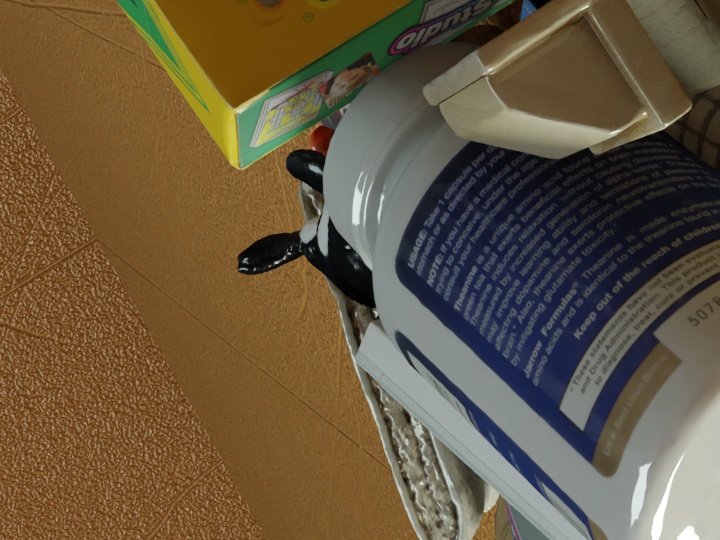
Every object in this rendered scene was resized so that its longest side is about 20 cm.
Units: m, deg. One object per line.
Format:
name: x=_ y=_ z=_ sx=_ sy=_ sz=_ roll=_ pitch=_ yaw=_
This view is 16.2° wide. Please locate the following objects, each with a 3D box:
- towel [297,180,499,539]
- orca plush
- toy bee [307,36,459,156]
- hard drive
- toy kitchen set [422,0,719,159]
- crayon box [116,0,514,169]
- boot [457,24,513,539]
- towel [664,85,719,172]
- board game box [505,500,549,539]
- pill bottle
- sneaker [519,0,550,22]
towel: x=0.027 y=0.027 z=1.222 sx=0.132 sy=0.034 sz=0.201 roll=-37 pitch=-71 yaw=-70
orca plush: x=0.000 y=0.000 z=1.046 sx=0.105 sy=0.072 sz=0.199 roll=24 pitch=165 yaw=-29
toy bee: x=0.004 y=-0.088 z=1.082 sx=0.131 sy=0.108 sz=0.200 roll=50 pitch=159 yaw=15
hard drive: x=0.102 y=0.081 z=0.967 sx=0.131 sy=0.026 sz=0.200 roll=10 pitch=-159 yaw=-40
toy kitchen set: x=0.137 y=-0.024 z=0.703 sx=0.181 sy=0.163 sz=0.200 roll=58 pitch=169 yaw=-3
crayon box: x=-0.006 y=-0.159 z=0.864 sx=0.173 sy=0.199 sz=0.058 roll=54 pitch=168 yaw=18
boot: x=0.074 y=0.016 z=1.184 sx=0.201 sy=0.066 sz=0.176 roll=63 pitch=145 yaw=32
towel: x=0.165 y=0.006 z=0.881 sx=0.165 sy=0.085 sz=0.201 roll=36 pitch=154 yaw=58
board game box: x=0.113 y=0.186 z=0.983 sx=0.200 sy=0.064 sz=0.149 roll=-111 pitch=7 yaw=-68
pill bottle: x=0.073 y=0.008 z=0.797 sx=0.200 sy=0.111 sz=0.111 roll=44 pitch=163 yaw=44
sneaker: x=0.092 y=-0.073 z=0.977 sx=0.074 sy=0.082 sz=0.201 roll=48 pitch=164 yaw=49
